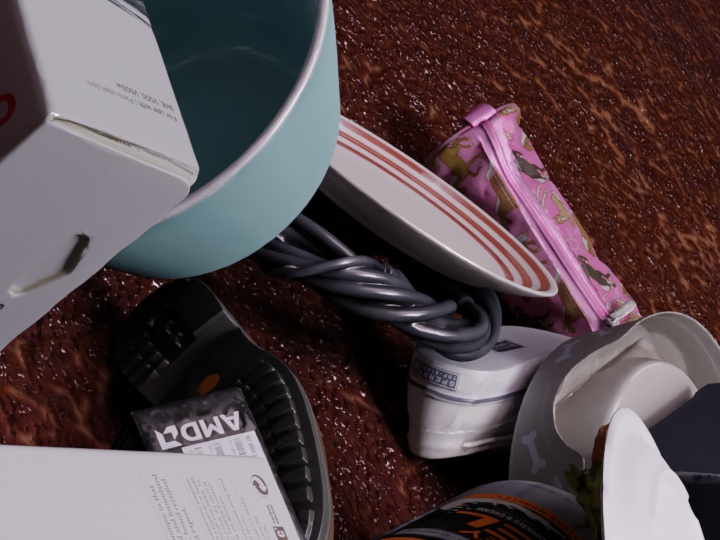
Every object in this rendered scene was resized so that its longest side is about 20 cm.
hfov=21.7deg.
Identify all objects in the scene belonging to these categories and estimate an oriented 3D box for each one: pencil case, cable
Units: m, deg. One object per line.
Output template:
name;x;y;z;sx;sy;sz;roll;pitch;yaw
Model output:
pencil case;0.118;-0.013;1.248;0.083;0.087;0.200;-13;67;-53
cable;0.000;0.000;1.013;0.163;0.051;0.200;36;12;6

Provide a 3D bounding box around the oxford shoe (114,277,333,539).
oxford shoe;-0.043;0.079;0.820;0.084;0.073;0.200;50;6;-33

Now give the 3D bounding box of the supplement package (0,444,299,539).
supplement package;-0.112;0.152;0.553;0.200;0.151;0.152;12;48;-56

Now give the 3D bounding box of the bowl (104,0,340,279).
bowl;-0.089;-0.077;0.873;0.105;0.201;0.201;52;17;-54

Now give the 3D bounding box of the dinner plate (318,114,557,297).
dinner plate;0.022;-0.039;1.045;0.200;0.024;0.200;33;13;-9

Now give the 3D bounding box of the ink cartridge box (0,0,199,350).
ink cartridge box;-0.164;-0.085;0.771;0.083;0.147;0.200;20;41;-49

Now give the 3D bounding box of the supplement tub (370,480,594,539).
supplement tub;0.041;0.169;0.834;0.123;0.123;0.200;58;25;9

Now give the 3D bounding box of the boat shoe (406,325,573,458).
boat shoe;0.091;0.075;1.107;0.072;0.066;0.200;18;12;28

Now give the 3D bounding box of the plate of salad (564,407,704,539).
plate of salad;0.123;0.159;0.810;0.200;0.048;0.200;-12;90;-73

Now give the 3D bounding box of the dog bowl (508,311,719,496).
dog bowl;0.155;0.123;1.077;0.200;0.059;0.200;5;84;-53

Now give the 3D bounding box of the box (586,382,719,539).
box;0.215;0.175;1.020;0.148;0.104;0.200;-27;109;-49

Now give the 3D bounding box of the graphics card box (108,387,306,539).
graphics card box;-0.046;0.159;0.690;0.051;0.125;0.200;-13;65;-30
